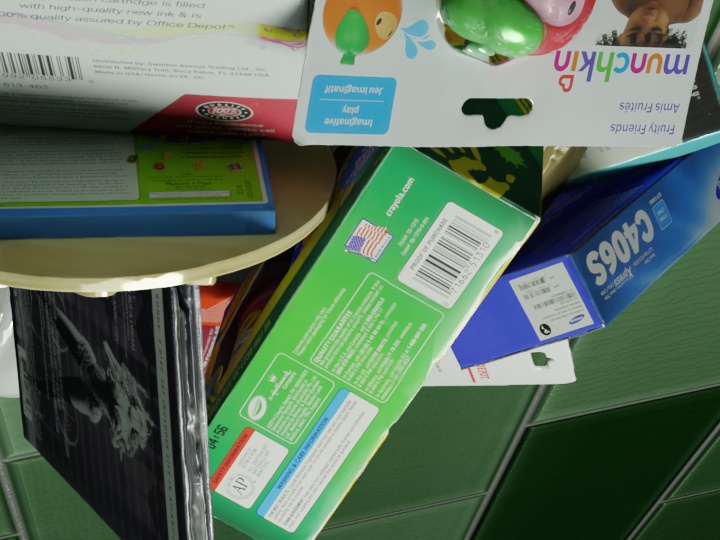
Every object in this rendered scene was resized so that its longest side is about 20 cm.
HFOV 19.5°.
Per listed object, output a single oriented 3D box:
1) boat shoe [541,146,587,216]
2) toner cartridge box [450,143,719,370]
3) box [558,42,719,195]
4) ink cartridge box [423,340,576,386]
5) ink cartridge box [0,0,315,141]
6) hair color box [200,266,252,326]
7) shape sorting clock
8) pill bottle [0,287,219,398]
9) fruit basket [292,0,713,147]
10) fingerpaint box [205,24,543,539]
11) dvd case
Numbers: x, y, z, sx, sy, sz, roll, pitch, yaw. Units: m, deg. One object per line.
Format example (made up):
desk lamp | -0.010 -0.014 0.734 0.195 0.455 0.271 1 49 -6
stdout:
boat shoe | 0.092 -0.095 1.014 0.201 0.066 0.072 -57 168 17
toner cartridge box | 0.127 -0.018 1.101 0.095 0.043 0.200 -18 -168 40
box | 0.084 -0.077 1.083 0.199 0.083 0.049 -18 174 10
ink cartridge box | 0.030 0.026 1.292 0.199 0.067 0.116 -1 162 8
ink cartridge box | -0.087 -0.128 0.784 0.145 0.083 0.200 4 159 -1
hair color box | -0.083 -0.028 1.080 0.200 0.102 0.061 5 156 -45
shape sorting clock | -0.110 -0.039 0.870 0.199 0.200 0.039 -8 124 -18
pill bottle | -0.155 0.015 1.131 0.113 0.113 0.200 -30 155 37
fruit basket | 0.073 -0.138 0.766 0.185 0.201 0.094 -1 -163 -32
fingerpaint box | 0.000 0.000 0.941 0.073 0.167 0.200 30 117 -9
dvd case | -0.113 0.043 0.922 0.016 0.149 0.200 -13 -156 -26
